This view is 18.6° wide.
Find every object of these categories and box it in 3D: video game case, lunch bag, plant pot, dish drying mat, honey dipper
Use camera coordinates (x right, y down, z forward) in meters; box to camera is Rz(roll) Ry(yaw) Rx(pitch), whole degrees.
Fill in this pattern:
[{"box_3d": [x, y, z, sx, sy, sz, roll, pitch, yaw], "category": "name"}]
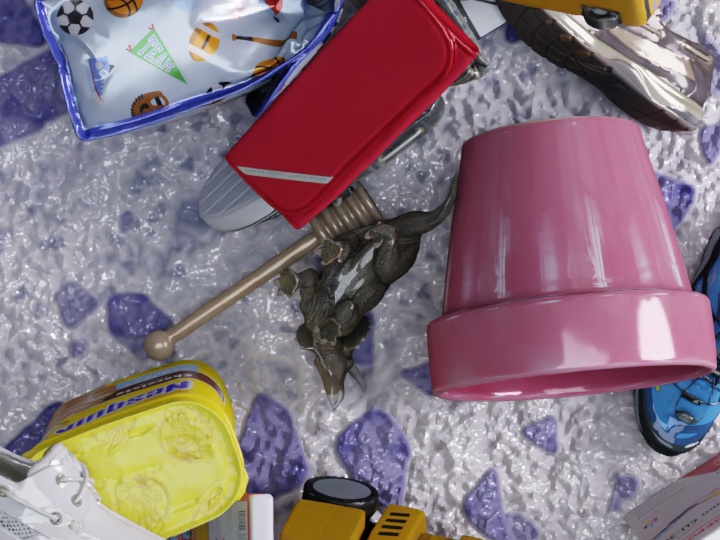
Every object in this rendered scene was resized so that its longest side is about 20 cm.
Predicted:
[{"box_3d": [-0.105, 0.227, 1.529, 0.017, 0.200, 0.143, 1, 84, -25], "category": "video game case"}, {"box_3d": [-0.108, -0.164, 1.506, 0.200, 0.170, 0.124, -18, 100, -2], "category": "lunch bag"}, {"box_3d": [0.142, -0.008, 1.539, 0.199, 0.200, 0.179, -4, 82, -3], "category": "plant pot"}, {"box_3d": [-0.009, -0.109, 1.458, 0.077, 0.018, 0.200, 46, 126, 0], "category": "dish drying mat"}, {"box_3d": [-0.073, 0.006, 1.596, 0.200, 0.038, 0.038, -35, 97, 3], "category": "honey dipper"}]

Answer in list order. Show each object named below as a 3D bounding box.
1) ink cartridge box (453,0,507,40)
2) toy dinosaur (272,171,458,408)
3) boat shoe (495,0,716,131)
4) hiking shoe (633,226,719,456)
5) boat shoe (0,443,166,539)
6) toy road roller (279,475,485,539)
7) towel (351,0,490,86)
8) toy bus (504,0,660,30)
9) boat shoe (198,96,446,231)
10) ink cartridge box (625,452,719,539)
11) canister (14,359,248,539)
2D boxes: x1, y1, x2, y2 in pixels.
[{"box_3d": [0.050, -0.261, 1.567, 0.094, 0.044, 0.200, -31, 97, -1], "category": "ink cartridge box"}, {"box_3d": [0.000, 0.000, 1.564, 0.077, 0.102, 0.200, 33, 101, 13], "category": "toy dinosaur"}, {"box_3d": [0.176, -0.173, 1.560, 0.200, 0.074, 0.073, 33, 78, -33], "category": "boat shoe"}, {"box_3d": [0.256, 0.044, 1.593, 0.074, 0.087, 0.200, 21, 95, -6], "category": "hiking shoe"}, {"box_3d": [-0.200, 0.143, 1.384, 0.200, 0.071, 0.069, 21, 97, -4], "category": "boat shoe"}, {"box_3d": [0.012, 0.230, 1.544, 0.146, 0.200, 0.123, 9, 103, 10], "category": "toy road roller"}, {"box_3d": [0.008, -0.207, 1.497, 0.035, 0.193, 0.200, -35, 98, -5], "category": "towel"}, {"box_3d": [0.110, -0.221, 1.460, 0.200, 0.065, 0.078, 16, 53, 30], "category": "toy bus"}, {"box_3d": [-0.025, -0.076, 1.556, 0.200, 0.072, 0.071, -30, 134, 27], "category": "boat shoe"}, {"box_3d": [0.267, 0.190, 1.554, 0.116, 0.200, 0.068, -34, 98, 1], "category": "ink cartridge box"}, {"box_3d": [-0.156, 0.127, 1.522, 0.148, 0.200, 0.087, -20, 97, -1], "category": "canister"}]
